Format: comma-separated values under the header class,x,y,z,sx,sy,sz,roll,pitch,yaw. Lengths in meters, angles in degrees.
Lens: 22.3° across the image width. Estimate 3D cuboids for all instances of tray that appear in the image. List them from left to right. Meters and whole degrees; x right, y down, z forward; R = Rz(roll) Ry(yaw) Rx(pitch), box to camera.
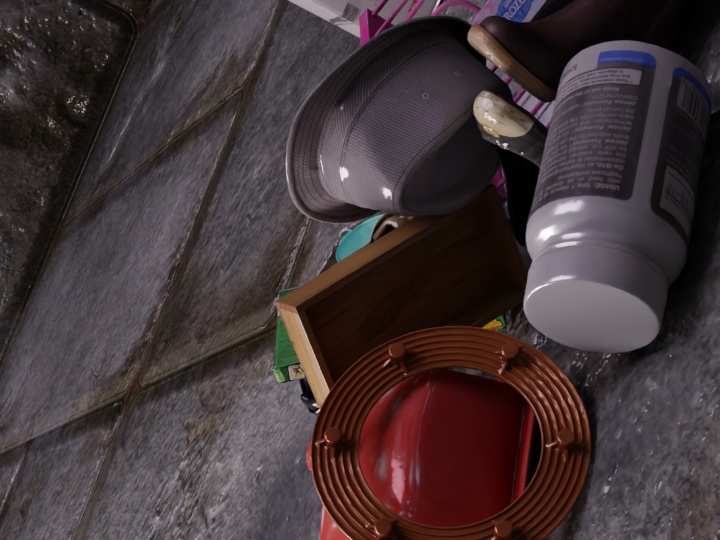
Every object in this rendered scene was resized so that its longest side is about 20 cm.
class,x,y,z,sx,sy,sz,roll,pitch,yaw
tray,0.037,0.021,1.426,0.200,0.099,0.037,-31,22,-23

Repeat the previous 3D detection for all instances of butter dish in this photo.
class,x,y,z,sx,sy,sz,roll,pitch,yaw
butter dish,0.028,0.156,1.360,0.199,0.148,0.200,-41,29,48

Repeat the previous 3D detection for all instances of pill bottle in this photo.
class,x,y,z,sx,sy,sz,roll,pitch,yaw
pill bottle,0.179,-0.051,1.281,0.114,0.114,0.201,-36,33,54

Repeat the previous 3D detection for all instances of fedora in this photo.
class,x,y,z,sx,sy,sz,roll,pitch,yaw
fedora,0.046,-0.100,1.400,0.200,0.090,0.177,-31,-39,-32

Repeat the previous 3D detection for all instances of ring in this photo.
class,x,y,z,sx,sy,sz,roll,pitch,yaw
ring,0.062,0.120,1.282,0.019,0.200,0.201,79,-160,-54

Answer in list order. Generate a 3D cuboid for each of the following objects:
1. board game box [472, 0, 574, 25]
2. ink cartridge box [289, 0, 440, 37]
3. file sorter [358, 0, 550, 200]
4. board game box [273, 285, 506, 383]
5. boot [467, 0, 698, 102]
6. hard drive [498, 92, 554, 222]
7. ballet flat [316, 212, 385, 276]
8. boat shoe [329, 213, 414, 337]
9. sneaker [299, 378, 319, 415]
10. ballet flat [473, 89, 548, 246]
class,x,y,z,sx,sy,sz,roll,pitch,yaw
board game box,0.202,-0.266,1.441,0.200,0.041,0.200,-22,-25,-55
ink cartridge box,-0.006,-0.346,2.032,0.147,0.200,0.083,-64,15,-2
file sorter,0.092,-0.184,1.576,0.125,0.139,0.200,-50,23,26
board game box,0.024,0.033,1.541,0.199,0.024,0.105,-14,39,13
boot,0.181,-0.204,1.373,0.072,0.200,0.167,46,109,37
hard drive,0.137,-0.101,1.594,0.200,0.025,0.132,-32,36,58
ballet flat,0.000,0.000,1.775,0.200,0.076,0.064,-45,-8,32
boat shoe,0.043,-0.017,1.501,0.071,0.065,0.200,1,27,35
sneaker,0.000,0.059,1.618,0.077,0.111,0.200,-44,26,45
ballet flat,0.125,-0.074,1.390,0.057,0.200,0.066,-47,57,-6
